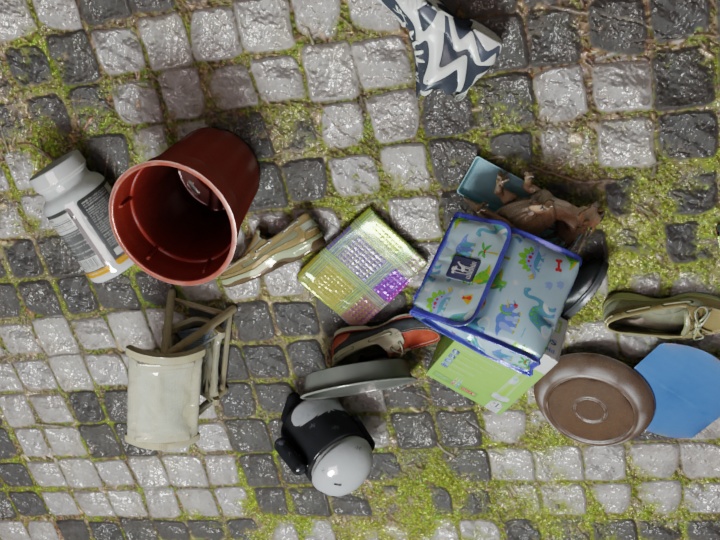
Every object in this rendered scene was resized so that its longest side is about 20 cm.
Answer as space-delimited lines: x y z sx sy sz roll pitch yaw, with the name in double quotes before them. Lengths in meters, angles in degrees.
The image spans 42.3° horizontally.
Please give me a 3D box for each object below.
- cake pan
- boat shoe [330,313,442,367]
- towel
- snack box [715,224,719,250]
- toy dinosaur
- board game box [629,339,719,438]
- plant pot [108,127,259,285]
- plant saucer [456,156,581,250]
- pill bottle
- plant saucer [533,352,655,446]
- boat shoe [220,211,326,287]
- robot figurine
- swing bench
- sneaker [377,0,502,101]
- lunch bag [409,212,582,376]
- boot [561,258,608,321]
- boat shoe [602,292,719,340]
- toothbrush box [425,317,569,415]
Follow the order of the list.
"cake pan" -0.005 0.181 1.551 0.198 0.200 0.037 -13 78 21
"boat shoe" 0.044 0.122 1.550 0.197 0.063 0.072 -10 133 16
"towel" 0.000 0.000 1.526 0.143 0.023 0.200 41 121 -11
"snack box" 0.623 -0.015 1.323 0.198 0.053 0.144 -13 106 22
"toy dinosaur" 0.247 -0.072 1.366 0.198 0.087 0.136 -4 139 29
"board game box" 0.505 0.184 1.488 0.157 0.039 0.201 32 133 -2
"plant pot" -0.251 -0.115 1.423 0.198 0.196 0.203 7 122 11
"plant saucer" 0.247 -0.102 1.403 0.198 0.019 0.070 27 123 -3
"pill bottle" -0.449 -0.090 1.539 0.115 0.117 0.201 -21 112 25
"plant saucer" 0.379 0.221 1.528 0.198 0.032 0.202 14 131 16
"boat shoe" -0.153 -0.038 1.527 0.198 0.072 0.077 -25 97 18
"robot figurine" -0.063 0.300 1.629 0.150 0.200 0.125 -37 144 -7
"swing bench" -0.311 0.177 1.607 0.128 0.201 0.201 14 123 6
"sneaker" 0.084 -0.308 1.288 0.197 0.080 0.130 25 115 -12
"lunch bag" 0.190 0.027 1.321 0.198 0.172 0.128 24 165 11
"boot" 0.255 -0.004 1.432 0.199 0.066 0.165 35 125 -3
"boat shoe" 0.471 0.075 1.418 0.198 0.063 0.074 6 121 9
"toothbrush box" 0.212 0.124 1.470 0.144 0.087 0.201 28 144 -2
